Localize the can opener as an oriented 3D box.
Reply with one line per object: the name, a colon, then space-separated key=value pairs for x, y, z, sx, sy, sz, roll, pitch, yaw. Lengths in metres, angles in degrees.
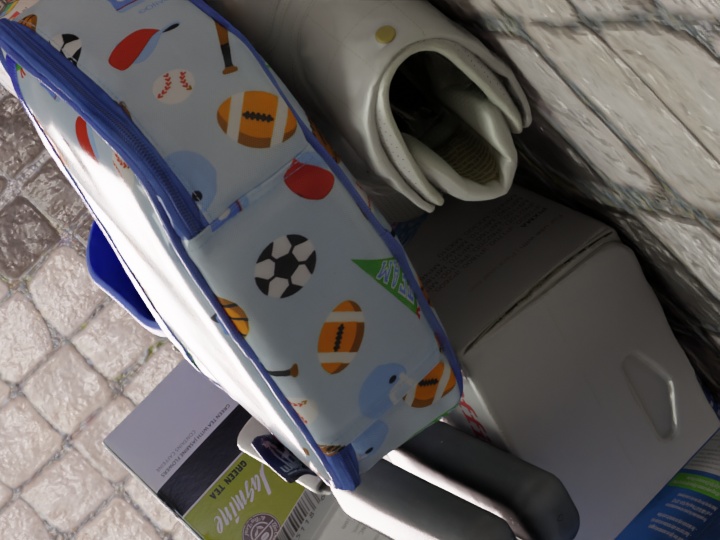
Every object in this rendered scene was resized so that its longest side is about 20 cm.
can opener: x=0.008 y=0.069 z=1.118 sx=0.200 sy=0.053 sz=0.067 roll=27 pitch=150 yaw=55

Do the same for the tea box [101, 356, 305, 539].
tea box: x=0.004 y=0.104 z=1.630 sx=0.197 sy=0.200 sz=0.134 roll=42 pitch=174 yaw=24

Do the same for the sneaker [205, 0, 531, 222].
sneaker: x=0.013 y=-0.048 z=1.050 sx=0.116 sy=0.074 sz=0.200 roll=45 pitch=175 yaw=31

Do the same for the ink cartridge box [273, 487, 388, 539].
ink cartridge box: x=0.067 y=0.135 z=1.401 sx=0.200 sy=0.162 sz=0.050 roll=28 pitch=-171 yaw=-27

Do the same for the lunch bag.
lunch bag: x=-0.050 y=-0.016 z=1.055 sx=0.160 sy=0.076 sz=0.200 roll=37 pitch=161 yaw=48

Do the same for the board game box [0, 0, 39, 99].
board game box: x=-0.159 y=-0.107 z=1.391 sx=0.126 sy=0.035 sz=0.200 roll=49 pitch=174 yaw=-36

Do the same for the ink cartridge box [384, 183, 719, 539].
ink cartridge box: x=0.048 y=0.033 z=1.185 sx=0.200 sy=0.086 sz=0.148 roll=30 pitch=155 yaw=57

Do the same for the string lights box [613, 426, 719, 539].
string lights box: x=0.107 y=0.129 z=1.026 sx=0.059 sy=0.200 sz=0.103 roll=44 pitch=175 yaw=-4

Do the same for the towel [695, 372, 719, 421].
towel: x=0.139 y=0.061 z=1.272 sx=0.200 sy=0.024 sz=0.145 roll=46 pitch=172 yaw=-38

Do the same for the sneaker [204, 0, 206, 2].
sneaker: x=-0.053 y=-0.113 z=1.164 sx=0.200 sy=0.074 sz=0.085 roll=42 pitch=-155 yaw=-64

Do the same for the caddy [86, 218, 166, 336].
caddy: x=-0.058 y=-0.025 z=1.427 sx=0.105 sy=0.141 sz=0.200 roll=41 pitch=176 yaw=-30
